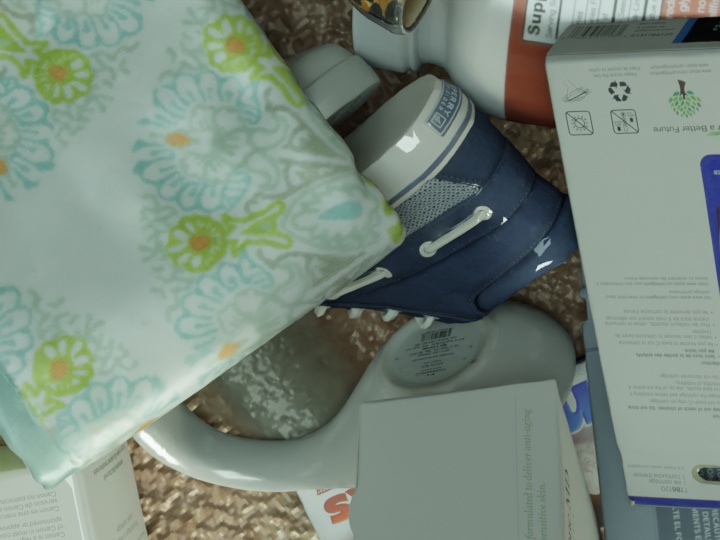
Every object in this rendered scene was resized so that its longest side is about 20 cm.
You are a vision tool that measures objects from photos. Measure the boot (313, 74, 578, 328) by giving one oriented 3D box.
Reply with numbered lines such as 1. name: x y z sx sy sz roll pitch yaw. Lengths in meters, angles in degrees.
1. boot: 0.000 0.000 0.899 0.090 0.073 0.200 40 138 -17

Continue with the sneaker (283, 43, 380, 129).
1. sneaker: -0.090 -0.072 0.900 0.200 0.074 0.116 -30 91 36

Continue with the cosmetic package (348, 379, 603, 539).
1. cosmetic package: 0.058 0.145 0.862 0.084 0.108 0.200 -7 142 11

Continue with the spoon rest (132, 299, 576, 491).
1. spoon rest: 0.001 0.060 0.930 0.199 0.100 0.061 -9 130 23

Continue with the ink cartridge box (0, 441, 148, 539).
1. ink cartridge box: -0.163 0.185 0.973 0.145 0.085 0.201 -10 96 12

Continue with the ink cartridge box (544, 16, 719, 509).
1. ink cartridge box: 0.137 0.000 0.818 0.099 0.039 0.201 0 118 25

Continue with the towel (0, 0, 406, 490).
1. towel: -0.107 -0.045 0.807 0.171 0.048 0.200 -35 87 -3

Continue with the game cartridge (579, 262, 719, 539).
1. game cartridge: 0.163 0.083 0.867 0.133 0.040 0.201 -10 79 28

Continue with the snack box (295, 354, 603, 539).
1. snack box: 0.075 0.088 0.944 0.199 0.024 0.072 -25 92 13

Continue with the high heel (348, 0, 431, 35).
1. high heel: 0.068 -0.176 0.781 0.199 0.071 0.143 -21 66 27

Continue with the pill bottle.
1. pill bottle: 0.102 -0.111 0.862 0.199 0.112 0.113 9 101 9
